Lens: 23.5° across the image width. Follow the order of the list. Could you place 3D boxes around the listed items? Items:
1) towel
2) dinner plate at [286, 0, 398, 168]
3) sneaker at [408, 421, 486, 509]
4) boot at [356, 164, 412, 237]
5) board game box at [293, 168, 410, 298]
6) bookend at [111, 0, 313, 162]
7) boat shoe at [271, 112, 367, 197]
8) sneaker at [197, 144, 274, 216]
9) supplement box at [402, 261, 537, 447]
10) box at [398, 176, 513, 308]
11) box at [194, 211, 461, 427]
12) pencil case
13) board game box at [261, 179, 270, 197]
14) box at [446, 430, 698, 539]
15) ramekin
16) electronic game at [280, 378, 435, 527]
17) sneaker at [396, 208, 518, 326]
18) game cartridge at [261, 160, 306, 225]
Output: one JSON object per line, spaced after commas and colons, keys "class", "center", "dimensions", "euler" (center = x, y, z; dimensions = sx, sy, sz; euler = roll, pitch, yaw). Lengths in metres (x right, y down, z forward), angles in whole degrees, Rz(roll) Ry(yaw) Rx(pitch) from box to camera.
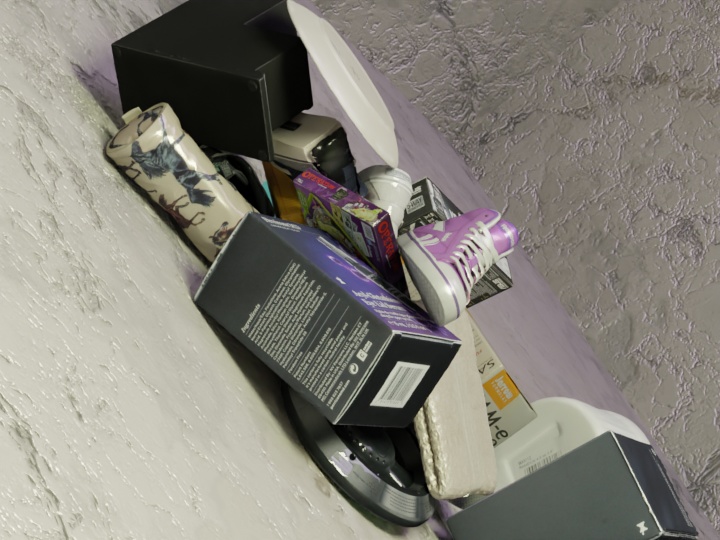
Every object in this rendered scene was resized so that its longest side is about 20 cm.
{"class": "towel", "center": [0.084, 0.126, 1.710], "dimensions": [0.132, 0.034, 0.202], "euler": [7, 71, -62]}
{"class": "dinner plate", "center": [-0.011, -0.193, 1.742], "dimensions": [0.201, 0.024, 0.200], "euler": [54, 10, -14]}
{"class": "sneaker", "center": [0.050, 0.179, 1.813], "dimensions": [0.200, 0.071, 0.080], "euler": [44, -12, -16]}
{"class": "boot", "center": [-0.012, -0.037, 1.827], "dimensions": [0.073, 0.096, 0.200], "euler": [19, -23, -17]}
{"class": "board game box", "center": [0.000, 0.000, 1.731], "dimensions": [0.120, 0.032, 0.201], "euler": [27, -34, 36]}
{"class": "bookend", "center": [-0.115, -0.213, 1.781], "dimensions": [0.198, 0.200, 0.093], "euler": [16, -52, 32]}
{"class": "boat shoe", "center": [-0.070, -0.118, 1.790], "dimensions": [0.200, 0.074, 0.093], "euler": [29, -30, 54]}
{"class": "sneaker", "center": [-0.156, -0.116, 1.820], "dimensions": [0.200, 0.078, 0.140], "euler": [49, -3, -4]}
{"class": "supplement box", "center": [0.102, 0.085, 1.902], "dimensions": [0.201, 0.073, 0.126], "euler": [58, 4, 39]}
{"class": "box", "center": [0.062, -0.010, 1.987], "dimensions": [0.200, 0.157, 0.050], "euler": [39, 32, -47]}
{"class": "box", "center": [-0.030, 0.047, 1.613], "dimensions": [0.200, 0.105, 0.148], "euler": [39, 13, 25]}
{"class": "pencil case", "center": [-0.164, -0.078, 1.722], "dimensions": [0.200, 0.078, 0.089], "euler": [48, -1, -17]}
{"class": "board game box", "center": [-0.038, -0.016, 2.127], "dimensions": [0.201, 0.047, 0.151], "euler": [55, 12, 24]}
{"class": "box", "center": [0.222, 0.266, 1.789], "dimensions": [0.124, 0.199, 0.198], "euler": [64, 14, 17]}
{"class": "ramekin", "center": [0.232, 0.243, 1.988], "dimensions": [0.097, 0.201, 0.201], "euler": [29, 22, -42]}
{"class": "electronic game", "center": [-0.001, 0.164, 1.666], "dimensions": [0.200, 0.042, 0.200], "euler": [41, 18, -16]}
{"class": "sneaker", "center": [0.099, -0.015, 1.642], "dimensions": [0.201, 0.113, 0.073], "euler": [-109, 178, -71]}
{"class": "game cartridge", "center": [-0.068, -0.023, 1.867], "dimensions": [0.200, 0.032, 0.178], "euler": [-106, -177, -63]}
